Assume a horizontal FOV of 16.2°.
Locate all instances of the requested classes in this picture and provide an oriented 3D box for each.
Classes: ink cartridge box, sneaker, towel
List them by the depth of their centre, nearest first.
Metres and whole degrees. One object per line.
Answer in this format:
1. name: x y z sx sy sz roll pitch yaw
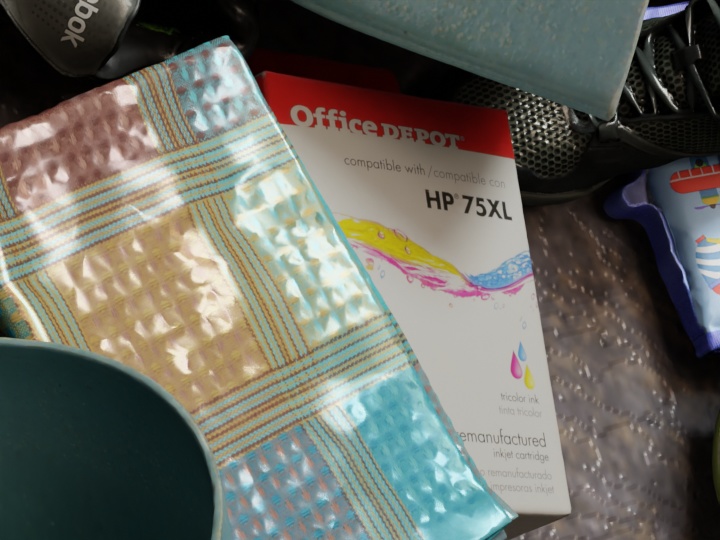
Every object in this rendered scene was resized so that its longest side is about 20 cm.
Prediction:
1. towel: -0.042 0.029 0.821 0.146 0.022 0.201 -28 88 -45
2. sneaker: -0.115 -0.109 0.866 0.199 0.067 0.091 12 22 -35
3. ink cartridge box: 0.000 0.000 0.929 0.116 0.067 0.201 6 67 -36
4. sneaker: 0.122 -0.080 1.000 0.198 0.114 0.077 -6 74 -11

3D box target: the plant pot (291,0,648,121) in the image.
1. plant pot: 0.014 -0.195 0.916 0.199 0.197 0.196 13 21 -5

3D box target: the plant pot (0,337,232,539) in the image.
1. plant pot: -0.121 0.134 0.716 0.200 0.199 0.135 -50 138 -40

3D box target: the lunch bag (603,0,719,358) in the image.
1. lunch bag: 0.189 -0.045 1.100 0.199 0.094 0.151 -10 78 -26

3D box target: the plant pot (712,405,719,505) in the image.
1. plant pot: 0.251 0.084 1.031 0.199 0.187 0.188 17 61 -21
